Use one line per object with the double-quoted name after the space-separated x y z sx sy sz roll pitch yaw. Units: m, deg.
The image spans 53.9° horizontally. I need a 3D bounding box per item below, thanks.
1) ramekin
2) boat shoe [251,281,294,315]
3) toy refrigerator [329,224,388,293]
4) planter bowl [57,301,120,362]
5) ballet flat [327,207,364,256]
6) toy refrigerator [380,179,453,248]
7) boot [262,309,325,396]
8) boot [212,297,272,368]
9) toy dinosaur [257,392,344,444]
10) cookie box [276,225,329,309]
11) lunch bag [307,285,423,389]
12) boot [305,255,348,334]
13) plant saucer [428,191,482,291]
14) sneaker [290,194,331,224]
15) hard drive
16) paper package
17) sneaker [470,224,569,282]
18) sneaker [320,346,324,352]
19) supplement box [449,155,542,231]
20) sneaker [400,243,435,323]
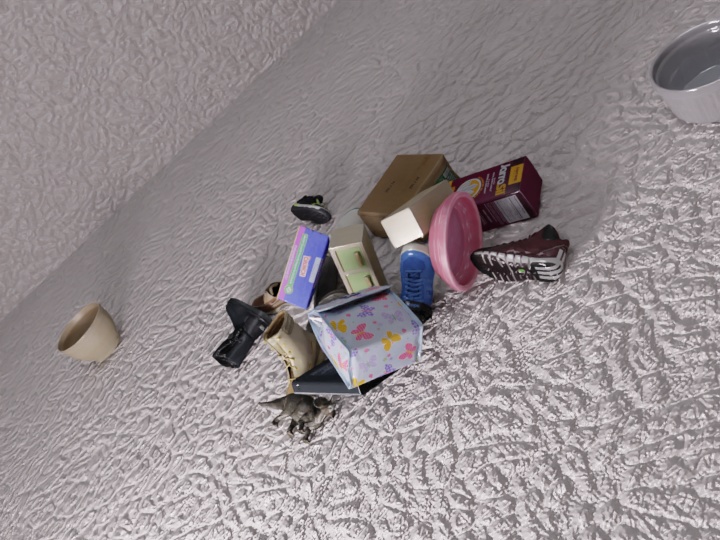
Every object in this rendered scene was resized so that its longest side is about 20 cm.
0.666 -0.373 1.347 0.199 0.105 0.201 -28 36 23 "ramekin"
-0.221 0.062 1.885 0.199 0.072 0.076 -20 40 34 "boat shoe"
0.000 0.000 1.565 0.075 0.201 0.070 -10 41 15 "toy refrigerator"
-0.911 0.227 2.417 0.199 0.135 0.201 -28 36 23 "planter bowl"
-0.043 -0.086 1.841 0.200 0.069 0.070 -40 27 45 "ballet flat"
0.128 -0.117 1.465 0.076 0.070 0.200 -24 8 35 "toy refrigerator"
-0.160 0.204 1.580 0.072 0.155 0.201 -13 44 40 "boot"
-0.343 0.168 1.898 0.199 0.077 0.168 17 62 48 "boot"
-0.125 0.301 1.504 0.199 0.077 0.103 6 52 36 "toy dinosaur"
-0.128 -0.005 1.630 0.200 0.075 0.172 141 147 -87 "cookie box"
0.004 0.110 1.400 0.168 0.128 0.200 -17 37 -20 "lunch bag"
-0.071 0.041 1.727 0.182 0.072 0.201 -41 23 39 "boot"
0.191 -0.059 1.435 0.050 0.201 0.201 1 52 30 "plant saucer"
-0.138 -0.192 2.077 0.083 0.072 0.199 -53 33 -15 "sneaker"
-0.029 0.216 1.473 0.199 0.033 0.139 -9 12 44 "hard drive"
0.122 -0.179 1.742 0.190 0.103 0.201 11 61 52 "paper package"
0.323 -0.040 1.403 0.199 0.076 0.116 9 54 40 "sneaker"
-0.007 0.146 1.534 0.199 0.081 0.089 -23 32 26 "sneaker"
0.286 -0.158 1.549 0.199 0.086 0.111 -16 42 38 "supplement box"
0.112 0.040 1.442 0.076 0.201 0.112 7 57 10 "sneaker"
